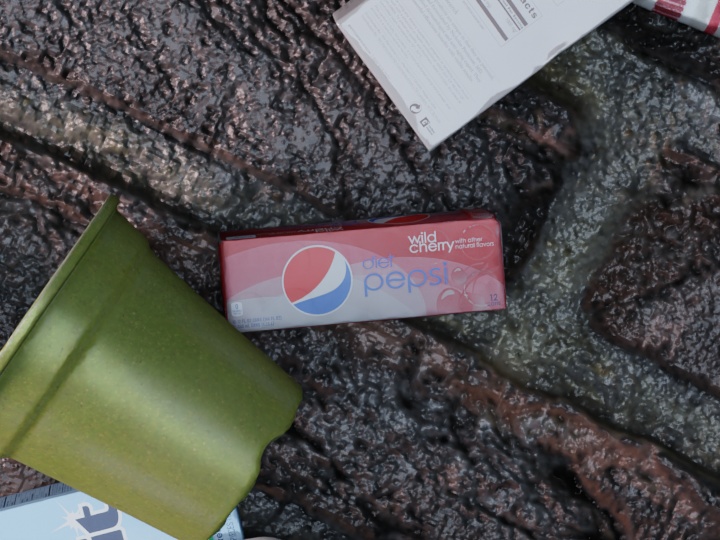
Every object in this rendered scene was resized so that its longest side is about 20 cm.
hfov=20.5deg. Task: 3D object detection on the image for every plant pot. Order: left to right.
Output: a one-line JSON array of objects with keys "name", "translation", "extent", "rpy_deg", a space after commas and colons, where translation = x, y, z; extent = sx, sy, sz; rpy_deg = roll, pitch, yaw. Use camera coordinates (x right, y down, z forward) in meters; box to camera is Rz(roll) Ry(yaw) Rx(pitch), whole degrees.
[{"name": "plant pot", "translation": [-0.147, 0.081, 1.328], "extent": [0.184, 0.200, 0.201], "rpy_deg": [34, 92, -6]}]

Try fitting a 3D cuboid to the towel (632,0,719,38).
[{"name": "towel", "translation": [0.235, -0.254, 1.428], "extent": [0.199, 0.023, 0.144], "rpy_deg": [21, 96, -7]}]

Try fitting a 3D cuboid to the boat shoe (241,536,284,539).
[{"name": "boat shoe", "translation": [-0.133, 0.238, 1.377], "extent": [0.201, 0.065, 0.075], "rpy_deg": [-14, 98, -5]}]

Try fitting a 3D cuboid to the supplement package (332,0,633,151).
[{"name": "supplement package", "translation": [0.092, -0.190, 1.364], "extent": [0.200, 0.114, 0.110], "rpy_deg": [-37, 100, 4]}]

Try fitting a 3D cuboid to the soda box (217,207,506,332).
[{"name": "soda box", "translation": [0.000, 0.000, 1.410], "extent": [0.199, 0.063, 0.070], "rpy_deg": [-5, 97, -5]}]

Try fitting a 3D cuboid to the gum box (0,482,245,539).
[{"name": "gum box", "translation": [-0.175, 0.231, 1.427], "extent": [0.199, 0.045, 0.171], "rpy_deg": [-13, 98, -4]}]
